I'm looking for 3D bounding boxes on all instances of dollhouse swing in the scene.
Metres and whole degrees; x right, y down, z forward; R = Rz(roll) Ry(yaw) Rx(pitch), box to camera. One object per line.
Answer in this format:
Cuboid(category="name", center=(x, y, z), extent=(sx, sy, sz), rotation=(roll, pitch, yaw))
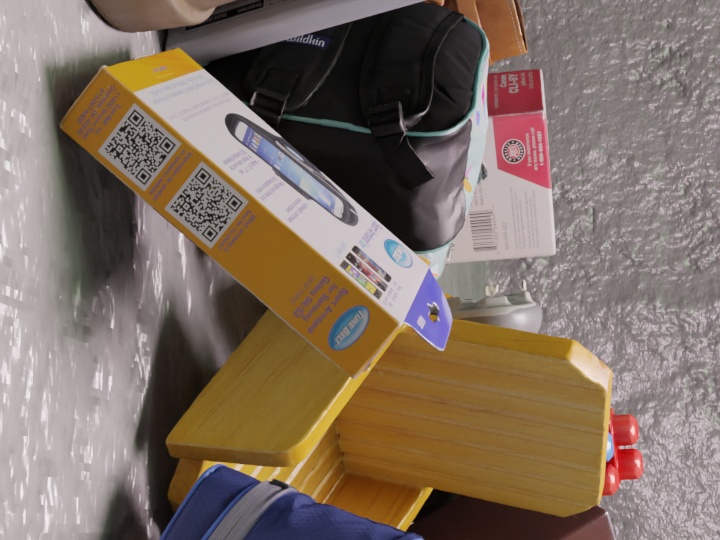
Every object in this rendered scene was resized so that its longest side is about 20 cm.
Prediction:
Cuboid(category="dollhouse swing", center=(0.024, 0.125, 0.763), extent=(0.182, 0.175, 0.200), rotation=(-52, 153, -30))

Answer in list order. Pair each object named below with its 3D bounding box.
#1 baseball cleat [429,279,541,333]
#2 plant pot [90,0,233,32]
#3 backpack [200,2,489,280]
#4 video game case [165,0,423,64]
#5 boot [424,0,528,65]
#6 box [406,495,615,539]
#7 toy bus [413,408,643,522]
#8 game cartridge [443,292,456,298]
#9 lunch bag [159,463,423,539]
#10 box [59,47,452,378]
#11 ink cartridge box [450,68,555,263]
Cuboid(category="baseball cleat", center=(0.072, 0.065, 0.846), extent=(0.200, 0.069, 0.107), rotation=(134, -48, -83))
Cuboid(category="plant pot", center=(-0.043, -0.224, 0.666), extent=(0.200, 0.173, 0.201), rotation=(-2, 90, -81))
Cuboid(category="backpack", center=(-0.007, -0.089, 0.831), extent=(0.200, 0.175, 0.154), rotation=(-74, 167, -51))
Cuboid(category="video game case", center=(-0.014, -0.214, 0.761), extent=(0.022, 0.199, 0.183), rotation=(43, 43, -51))
Cuboid(category="boot", center=(0.044, -0.148, 0.967), extent=(0.077, 0.154, 0.201), rotation=(-24, 110, -77))
Cuboid(category="box", center=(0.063, 0.212, 0.877), extent=(0.100, 0.199, 0.075), rotation=(25, -45, 60))
Cuboid(category="toy bus", center=(0.116, 0.169, 1.017), extent=(0.136, 0.191, 0.201), rotation=(-48, 133, -69))
Cuboid(category="game cartridge", center=(0.077, 0.048, 1.165), extent=(0.200, 0.176, 0.033), rotation=(-130, -118, -78))
Cuboid(category="lunch bag", center=(-0.042, 0.199, 0.679), extent=(0.136, 0.132, 0.200), rotation=(-55, 151, -31))
Cuboid(category="box", center=(-0.041, -0.025, 0.654), extent=(0.200, 0.041, 0.119), rotation=(43, 16, -2))
Cuboid(category="ink cartridge box", center=(0.063, -0.085, 1.160), extent=(0.084, 0.199, 0.146), rotation=(-84, 167, -53))
